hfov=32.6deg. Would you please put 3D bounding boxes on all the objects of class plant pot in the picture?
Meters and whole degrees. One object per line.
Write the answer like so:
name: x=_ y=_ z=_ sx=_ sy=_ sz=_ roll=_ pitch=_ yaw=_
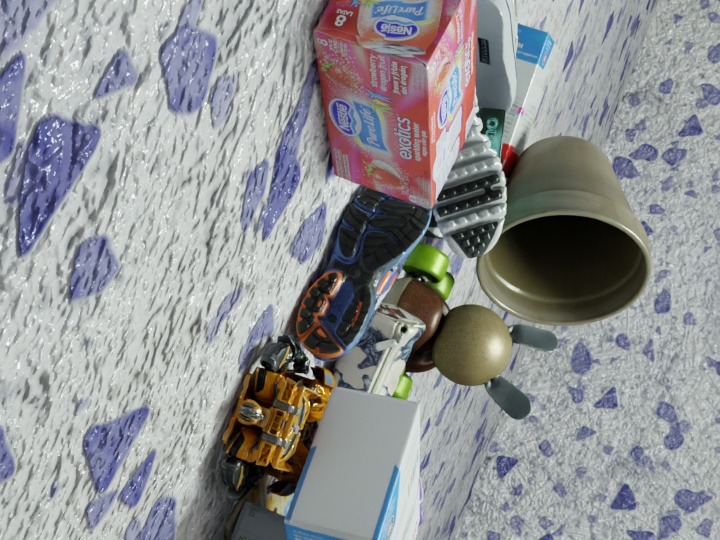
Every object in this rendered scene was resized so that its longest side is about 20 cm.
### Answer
plant pot: x=0.243 y=-0.062 z=1.469 sx=0.200 sy=0.199 sz=0.174 roll=93 pitch=4 yaw=-49

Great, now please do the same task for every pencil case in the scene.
pencil case: x=0.000 y=0.130 z=1.271 sx=0.089 sy=0.078 sz=0.200 roll=-159 pitch=-91 yaw=-82

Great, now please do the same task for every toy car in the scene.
toy car: x=0.119 y=0.086 z=1.415 sx=0.158 sy=0.200 sz=0.165 roll=62 pitch=50 yaw=-71

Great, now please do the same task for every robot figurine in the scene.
robot figurine: x=-0.064 y=0.135 z=1.082 sx=0.200 sy=0.058 sz=0.145 roll=47 pitch=62 yaw=-75

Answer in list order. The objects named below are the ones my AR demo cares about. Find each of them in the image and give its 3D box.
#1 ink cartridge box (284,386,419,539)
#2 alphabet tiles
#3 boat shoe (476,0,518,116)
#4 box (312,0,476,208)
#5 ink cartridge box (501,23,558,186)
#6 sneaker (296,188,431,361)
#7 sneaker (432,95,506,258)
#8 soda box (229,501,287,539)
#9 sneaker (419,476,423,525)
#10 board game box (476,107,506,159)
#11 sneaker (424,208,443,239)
ink cartridge box: x=-0.001 y=0.224 z=1.099 sx=0.200 sy=0.084 sz=0.145 roll=86 pitch=19 yaw=-48
alphabet tiles: x=-0.103 y=0.262 z=1.219 sx=0.200 sy=0.006 sz=0.167 roll=92 pitch=23 yaw=-50
boat shoe: x=0.143 y=-0.244 z=1.328 sx=0.070 sy=0.071 sz=0.200 roll=-59 pitch=156 yaw=-28
box: x=0.031 y=-0.150 z=0.971 sx=0.200 sy=0.095 sz=0.100 roll=82 pitch=31 yaw=-62
ink cartridge box: x=0.175 y=-0.195 z=1.506 sx=0.116 sy=0.067 sz=0.200 roll=1 pitch=109 yaw=-75
sneaker: x=0.000 y=0.000 z=1.144 sx=0.200 sy=0.075 sz=0.078 roll=-56 pitch=171 yaw=-21
sneaker: x=0.094 y=-0.112 z=1.195 sx=0.081 sy=0.075 sz=0.200 roll=-58 pitch=137 yaw=-89
soda box: x=-0.072 y=0.275 z=1.200 sx=0.200 sy=0.068 sz=0.064 roll=64 pitch=47 yaw=-71
sneaker: x=0.015 y=0.291 z=1.487 sx=0.200 sy=0.114 sz=0.073 roll=-47 pitch=155 yaw=-54
board game box: x=0.129 y=-0.097 z=1.317 sx=0.200 sy=0.028 sz=0.136 roll=-37 pitch=134 yaw=-86
sneaker: x=0.069 y=-0.085 z=1.278 sx=0.200 sy=0.074 sz=0.080 roll=-54 pitch=157 yaw=-71
